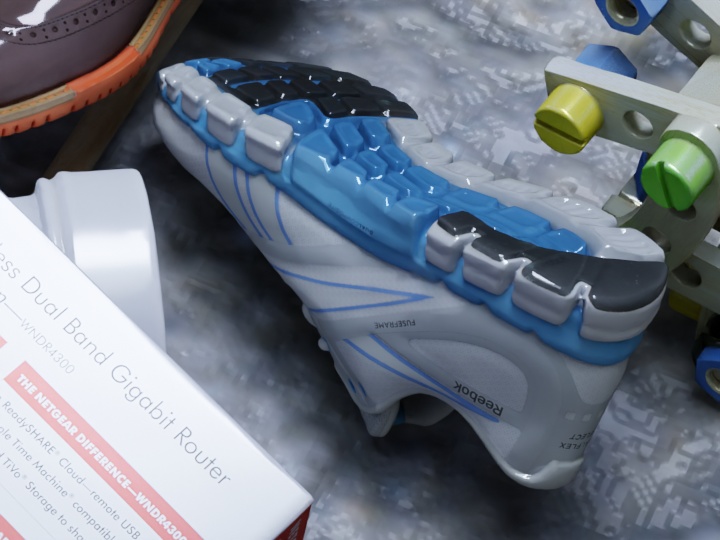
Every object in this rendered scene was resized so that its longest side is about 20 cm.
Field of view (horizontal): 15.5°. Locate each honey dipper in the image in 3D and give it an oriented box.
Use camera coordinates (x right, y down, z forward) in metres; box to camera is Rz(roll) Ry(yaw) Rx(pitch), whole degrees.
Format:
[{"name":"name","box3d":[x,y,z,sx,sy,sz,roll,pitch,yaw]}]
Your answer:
[{"name":"honey dipper","box3d":[-0.073,-0.068,0.853,0.038,0.038,0.200,23,57,12]}]

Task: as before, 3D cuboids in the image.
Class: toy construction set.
[{"name":"toy construction set","box3d":[0.140,-0.001,0.759,0.092,0.131,0.200,-34,58,-25]}]

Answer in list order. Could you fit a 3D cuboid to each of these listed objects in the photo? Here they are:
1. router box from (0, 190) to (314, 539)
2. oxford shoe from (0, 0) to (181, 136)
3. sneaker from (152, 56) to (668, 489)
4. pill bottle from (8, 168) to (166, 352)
[{"name":"router box","box3d":[-0.142,0.052,0.624,0.179,0.049,0.200,-41,75,-22]},{"name":"oxford shoe","box3d":[-0.083,-0.109,0.800,0.071,0.073,0.200,20,47,29]},{"name":"sneaker","box3d":[0.000,0.000,0.784,0.075,0.087,0.200,-9,31,-40]},{"name":"pill bottle","box3d":[-0.156,0.023,0.726,0.199,0.112,0.113,-5,53,-10]}]
